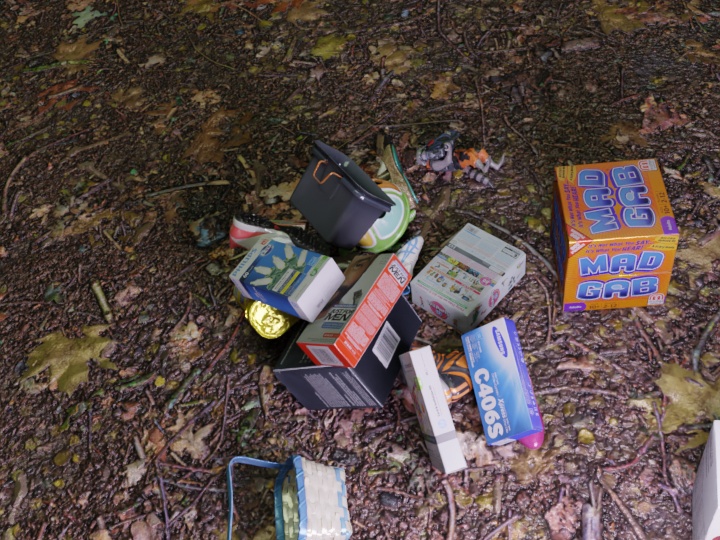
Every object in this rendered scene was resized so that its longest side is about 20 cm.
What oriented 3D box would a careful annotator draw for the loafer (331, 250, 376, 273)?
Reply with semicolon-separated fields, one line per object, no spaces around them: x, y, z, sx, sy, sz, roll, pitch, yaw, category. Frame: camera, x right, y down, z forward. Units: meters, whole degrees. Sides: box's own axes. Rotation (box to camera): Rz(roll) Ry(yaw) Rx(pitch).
0.000;0.000;1.704;0.070;0.075;0.199;-6;5;25;loafer

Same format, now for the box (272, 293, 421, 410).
-0.023;0.138;1.609;0.194;0.124;0.202;-9;41;42;box

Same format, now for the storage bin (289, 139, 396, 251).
-0.051;-0.143;1.745;0.135;0.145;0.200;-54;52;14;storage bin

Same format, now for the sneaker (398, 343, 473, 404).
0.138;0.175;1.644;0.111;0.079;0.200;-20;42;-29;sneaker

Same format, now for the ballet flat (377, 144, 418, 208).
0.071;-0.208;1.984;0.064;0.071;0.202;-24;45;6;ballet flat

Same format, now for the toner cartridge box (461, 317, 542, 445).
0.246;0.195;1.549;0.094;0.043;0.203;-26;64;31;toner cartridge box

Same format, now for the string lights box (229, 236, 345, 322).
-0.132;0.013;1.562;0.198;0.059;0.103;17;60;44;string lights box

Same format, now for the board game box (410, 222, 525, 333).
0.216;0.014;1.768;0.146;0.065;0.200;30;58;31;board game box

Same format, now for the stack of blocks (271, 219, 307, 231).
-0.166;-0.070;1.818;0.113;0.060;0.200;0;6;-1;stack of blocks

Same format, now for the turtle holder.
0.014;-0.108;1.848;0.185;0.131;0.142;-40;56;11;turtle holder

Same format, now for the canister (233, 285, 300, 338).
-0.168;0.041;1.724;0.148;0.087;0.200;-41;20;-6;canister

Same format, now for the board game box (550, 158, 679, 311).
0.481;-0.067;1.703;0.196;0.202;0.202;-4;49;5;board game box

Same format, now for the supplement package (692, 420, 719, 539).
0.610;0.351;1.320;0.188;0.202;0.149;5;50;14;supplement package

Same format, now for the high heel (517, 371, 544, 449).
0.283;0.212;1.562;0.066;0.097;0.202;-7;48;2;high heel

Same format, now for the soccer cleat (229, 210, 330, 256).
-0.156;-0.049;1.694;0.197;0.074;0.068;18;25;-6;soccer cleat

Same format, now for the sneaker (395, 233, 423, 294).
0.084;0.004;1.803;0.072;0.072;0.201;36;52;-1;sneaker

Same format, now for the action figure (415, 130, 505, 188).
0.206;-0.242;1.969;0.190;0.106;0.200;12;27;25;action figure

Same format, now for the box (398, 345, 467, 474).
0.118;0.231;1.476;0.040;0.156;0.204;-15;84;-6;box

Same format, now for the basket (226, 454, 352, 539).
-0.120;0.392;1.429;0.197;0.140;0.178;14;44;-20;basket

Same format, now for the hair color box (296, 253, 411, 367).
-0.010;0.066;1.501;0.110;0.064;0.201;-4;43;50;hair color box
